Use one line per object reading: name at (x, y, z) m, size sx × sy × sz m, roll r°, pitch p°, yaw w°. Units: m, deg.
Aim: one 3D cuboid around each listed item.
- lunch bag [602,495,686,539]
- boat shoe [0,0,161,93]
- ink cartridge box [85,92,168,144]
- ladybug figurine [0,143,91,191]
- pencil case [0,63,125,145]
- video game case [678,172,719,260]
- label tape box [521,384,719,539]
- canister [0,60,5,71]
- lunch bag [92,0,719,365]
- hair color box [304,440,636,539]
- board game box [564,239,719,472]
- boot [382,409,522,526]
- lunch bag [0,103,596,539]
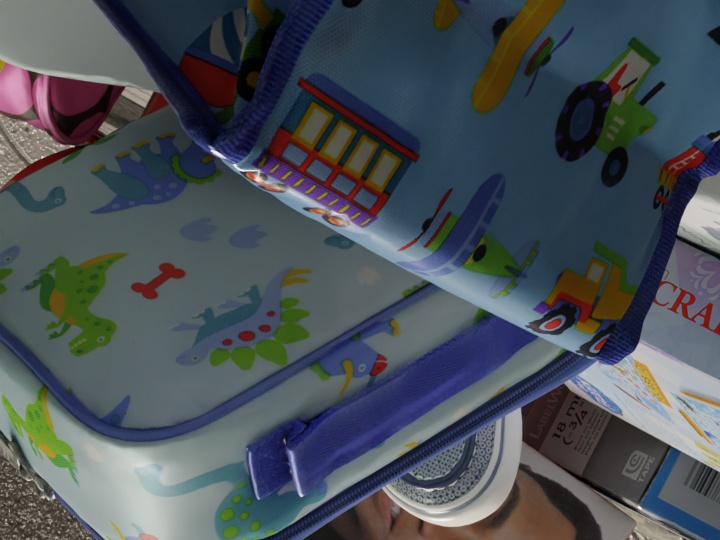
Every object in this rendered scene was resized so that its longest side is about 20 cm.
lunch bag at (0.220, 0.119, 1.263) m, size 0.200 × 0.118 × 0.164 m, roll 23°, pitch 180°, yaw -35°
boat shoe at (-0.029, -0.077, 0.685) m, size 0.200 × 0.072 × 0.068 m, roll 14°, pitch -159°, yaw 18°
ink cartridge box at (-0.057, -0.059, 1.167) m, size 0.200 × 0.067 × 0.116 m, roll 28°, pitch 176°, yaw 1°
ladybug figurine at (-0.126, -0.019, 1.132) m, size 0.136 × 0.072 × 0.200 m, roll 30°, pitch 176°, yaw -7°
pencil case at (-0.214, -0.141, 1.095) m, size 0.200 × 0.091 × 0.094 m, roll 25°, pitch 141°, yaw 17°
video game case at (0.181, 0.012, 0.673) m, size 0.182 × 0.024 × 0.200 m, roll 30°, pitch 177°, yaw -29°
label tape box at (0.150, 0.091, 1.044) m, size 0.144 × 0.063 × 0.200 m, roll 29°, pitch 177°, yaw -25°
canister at (-0.221, -0.084, 0.944) m, size 0.087 × 0.200 × 0.148 m, roll 31°, pitch 176°, yaw -33°
lunch bag at (-0.022, -0.081, 0.473) m, size 0.200 × 0.094 × 0.151 m, roll 37°, pitch -174°, yaw 37°
hair color box at (0.016, 0.099, 0.987) m, size 0.200 × 0.102 × 0.061 m, roll 35°, pitch 172°, yaw 4°
board game box at (0.143, 0.044, 0.816) m, size 0.199 × 0.041 × 0.200 m, roll 28°, pitch 172°, yaw 29°
boot at (0.000, 0.000, 0.832) m, size 0.090 × 0.073 × 0.200 m, roll 37°, pitch -150°, yaw -60°
lunch bag at (-0.025, 0.007, 0.694) m, size 0.161 × 0.200 × 0.083 m, roll 35°, pitch 146°, yaw 44°
